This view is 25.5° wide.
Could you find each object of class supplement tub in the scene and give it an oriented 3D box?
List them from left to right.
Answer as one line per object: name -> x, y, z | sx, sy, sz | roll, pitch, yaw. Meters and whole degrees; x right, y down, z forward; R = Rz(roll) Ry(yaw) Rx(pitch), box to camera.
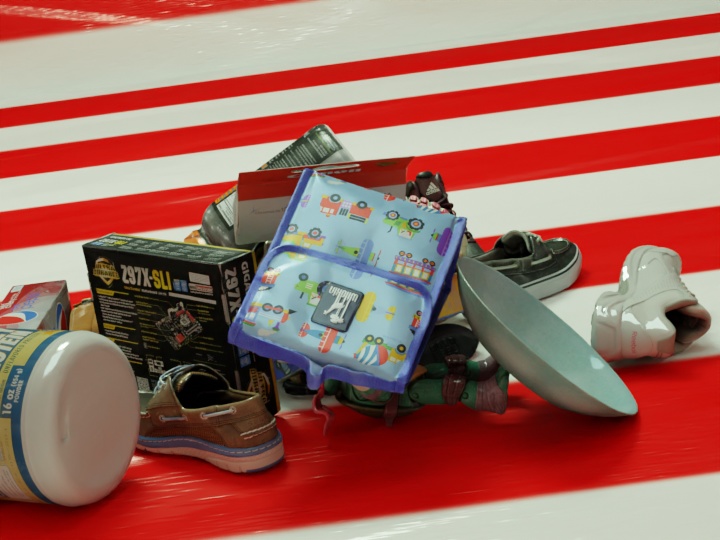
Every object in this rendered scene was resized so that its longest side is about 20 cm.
supplement tub -> -0.303, 0.121, 1.342 | 0.200, 0.145, 0.145 | 1, 18, 26
supplement tub -> -0.083, -0.055, 1.714 | 0.200, 0.123, 0.123 | -37, 18, 1

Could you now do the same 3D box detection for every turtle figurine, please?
turtle figurine -> 0.030, 0.085, 1.397 | 0.200, 0.101, 0.150 | 6, 32, 1

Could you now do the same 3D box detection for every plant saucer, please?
plant saucer -> 0.149, 0.067, 1.360 | 0.201, 0.039, 0.201 | 36, 14, -10

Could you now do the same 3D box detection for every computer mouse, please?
computer mouse -> 0.020, 0.083, 1.523 | 0.200, 0.034, 0.059 | -14, 18, -19

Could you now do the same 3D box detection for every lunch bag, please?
lunch bag -> -0.013, 0.027, 1.330 | 0.150, 0.094, 0.200 | 17, 45, 7

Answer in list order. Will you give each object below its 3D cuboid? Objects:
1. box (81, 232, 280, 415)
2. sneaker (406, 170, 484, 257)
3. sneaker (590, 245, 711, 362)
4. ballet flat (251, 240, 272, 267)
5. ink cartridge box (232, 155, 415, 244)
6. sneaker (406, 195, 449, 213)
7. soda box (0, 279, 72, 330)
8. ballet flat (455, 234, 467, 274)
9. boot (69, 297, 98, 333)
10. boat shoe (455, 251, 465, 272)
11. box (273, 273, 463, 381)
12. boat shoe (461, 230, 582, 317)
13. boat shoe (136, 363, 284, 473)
box -> -0.169, 0.053, 1.484 | 0.200, 0.160, 0.049 | 7, 21, 42
sneaker -> 0.087, -0.051, 1.798 | 0.076, 0.116, 0.200 | -13, 17, -19
sneaker -> 0.287, 0.038, 1.508 | 0.099, 0.078, 0.200 | 9, 29, 22
ballet flat -> -0.109, 0.018, 1.576 | 0.068, 0.068, 0.200 | 24, 59, 6
ink cartridge box -> -0.037, -0.063, 1.481 | 0.162, 0.057, 0.200 | -6, 0, -6
sneaker -> 0.020, -0.028, 1.769 | 0.200, 0.075, 0.081 | -7, 54, 26
soda box -> -0.347, 0.073, 1.656 | 0.063, 0.070, 0.200 | -6, 16, 2
ballet flat -> 0.064, 0.012, 1.663 | 0.069, 0.070, 0.200 | -13, -12, -17
boot -> -0.230, 0.050, 1.668 | 0.155, 0.077, 0.200 | -10, 17, -6
boat shoe -> 0.000, 0.000, 1.549 | 0.200, 0.072, 0.072 | -22, -6, 10
box -> 0.000, 0.058, 1.530 | 0.200, 0.042, 0.119 | -20, -6, -29
boat shoe -> 0.174, -0.009, 1.692 | 0.072, 0.071, 0.200 | 5, 20, 36
boat shoe -> -0.145, 0.120, 1.399 | 0.200, 0.073, 0.072 | 6, 21, 39
